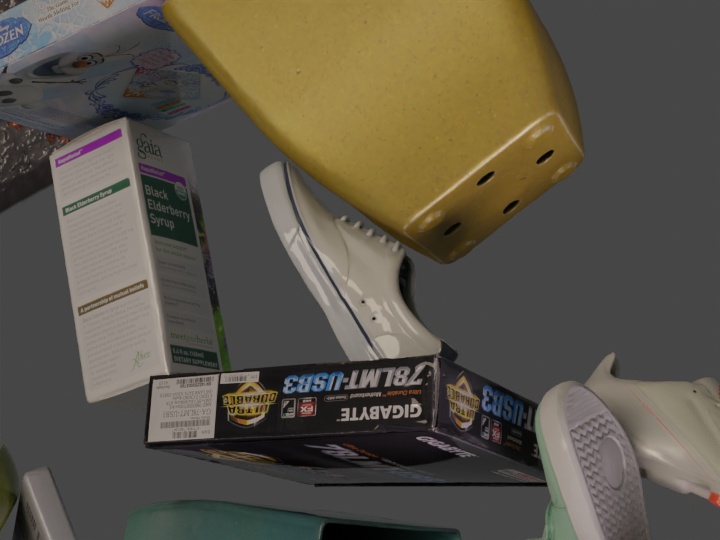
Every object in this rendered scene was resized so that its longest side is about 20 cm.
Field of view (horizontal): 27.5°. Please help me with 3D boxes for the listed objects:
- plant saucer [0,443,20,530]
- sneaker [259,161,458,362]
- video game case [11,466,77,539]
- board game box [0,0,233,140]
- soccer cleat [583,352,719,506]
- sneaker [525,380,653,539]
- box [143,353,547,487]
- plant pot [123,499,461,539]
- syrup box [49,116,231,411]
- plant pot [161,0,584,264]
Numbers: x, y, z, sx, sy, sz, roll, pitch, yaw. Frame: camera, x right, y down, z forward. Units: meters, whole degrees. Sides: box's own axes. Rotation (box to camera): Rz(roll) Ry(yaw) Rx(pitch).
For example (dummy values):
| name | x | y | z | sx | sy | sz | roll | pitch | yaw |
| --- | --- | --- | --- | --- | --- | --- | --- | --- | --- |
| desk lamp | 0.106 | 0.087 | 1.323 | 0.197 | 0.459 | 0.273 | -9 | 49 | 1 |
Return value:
| name | x | y | z | sx | sy | sz | roll | pitch | yaw |
| --- | --- | --- | --- | --- | --- | --- | --- | --- | --- |
| plant saucer | -0.291 | 0.217 | 1.035 | 0.031 | 0.200 | 0.201 | 30 | 98 | -8 |
| sneaker | 0.000 | 0.000 | 1.010 | 0.071 | 0.073 | 0.201 | -33 | 71 | 4 |
| video game case | -0.203 | 0.265 | 1.035 | 0.201 | 0.022 | 0.183 | 62 | 151 | 24 |
| board game box | -0.165 | -0.152 | 1.050 | 0.198 | 0.200 | 0.044 | -18 | 76 | 26 |
| soccer cleat | 0.213 | 0.105 | 0.858 | 0.199 | 0.069 | 0.078 | 18 | 73 | 29 |
| sneaker | 0.108 | 0.158 | 0.860 | 0.118 | 0.074 | 0.202 | -6 | 115 | 34 |
| box | 0.004 | 0.098 | 0.903 | 0.197 | 0.200 | 0.050 | -4 | 73 | 29 |
| plant pot | -0.062 | 0.218 | 0.961 | 0.199 | 0.141 | 0.142 | 5 | 83 | 42 |
| syrup box | -0.164 | -0.003 | 1.092 | 0.081 | 0.079 | 0.201 | -20 | 71 | 26 |
| plant pot | 0.033 | -0.121 | 0.928 | 0.194 | 0.195 | 0.201 | -37 | 71 | 8 |
